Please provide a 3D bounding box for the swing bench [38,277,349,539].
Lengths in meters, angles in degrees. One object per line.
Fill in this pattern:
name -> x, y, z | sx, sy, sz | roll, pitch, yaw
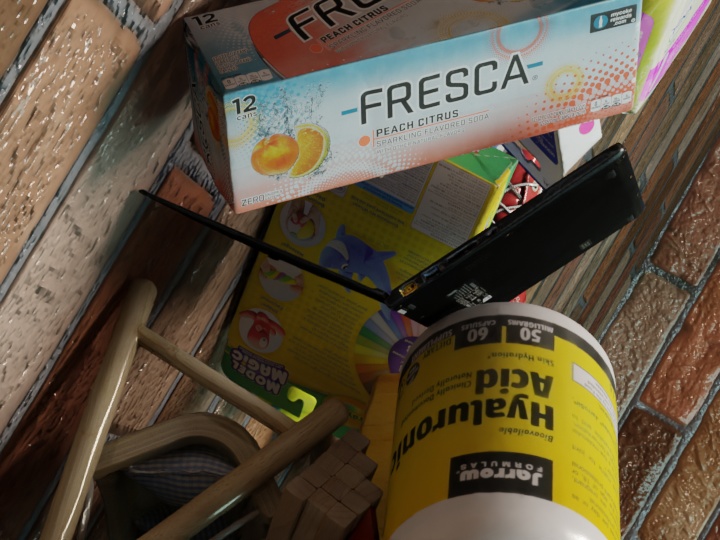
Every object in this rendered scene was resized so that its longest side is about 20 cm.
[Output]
swing bench -> -0.114, 0.150, 0.959 | 0.200, 0.129, 0.199 | -54, 166, -23

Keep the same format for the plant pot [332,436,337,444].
plant pot -> 0.047, 0.127, 1.444 | 0.201, 0.200, 0.175 | -53, -178, -27

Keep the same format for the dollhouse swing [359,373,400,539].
dollhouse swing -> 0.054, 0.189, 1.037 | 0.201, 0.180, 0.176 | -75, 156, -44

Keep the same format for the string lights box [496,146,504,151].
string lights box -> 0.038, -0.076, 1.193 | 0.200, 0.059, 0.103 | -39, 156, -57

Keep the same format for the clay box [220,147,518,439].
clay box -> 0.000, 0.000, 1.090 | 0.048, 0.114, 0.201 | -49, 165, -58

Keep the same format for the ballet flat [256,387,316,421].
ballet flat -> -0.016, 0.050, 1.274 | 0.067, 0.067, 0.200 | -43, 180, 31

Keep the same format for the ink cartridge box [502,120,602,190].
ink cartridge box -> 0.096, -0.135, 1.076 | 0.037, 0.095, 0.201 | -25, 135, -14

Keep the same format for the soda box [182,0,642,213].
soda box -> 0.023, -0.092, 0.841 | 0.199, 0.064, 0.069 | -15, 133, -15

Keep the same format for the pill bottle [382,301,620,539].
pill bottle -> 0.066, 0.118, 0.872 | 0.201, 0.111, 0.112 | -84, -170, -50

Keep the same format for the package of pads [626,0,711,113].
package of pads -> 0.197, -0.214, 1.195 | 0.155, 0.068, 0.201 | -51, 164, -40

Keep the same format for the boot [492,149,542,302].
boot -> 0.090, -0.010, 1.279 | 0.200, 0.072, 0.145 | -73, 180, -80

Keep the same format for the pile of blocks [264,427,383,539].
pile of blocks -> -0.033, 0.176, 0.911 | 0.201, 0.062, 0.082 | -59, 164, 17

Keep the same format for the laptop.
laptop -> 0.025, -0.034, 0.939 | 0.199, 0.116, 0.187 | -33, 169, 6
